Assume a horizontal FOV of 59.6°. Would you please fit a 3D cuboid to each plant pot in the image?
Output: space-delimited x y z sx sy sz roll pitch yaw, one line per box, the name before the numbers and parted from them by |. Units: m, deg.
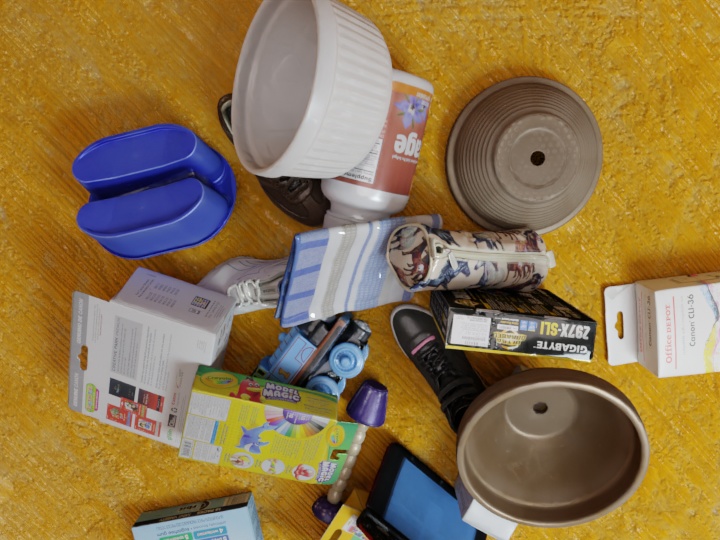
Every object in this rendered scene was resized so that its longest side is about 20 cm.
plant pot | 0.206 -0.136 0.770 0.198 0.093 0.203 0 101 1
plant pot | 0.206 0.180 0.703 0.198 0.093 0.203 3 117 5

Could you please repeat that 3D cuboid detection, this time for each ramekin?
ramekin | -0.052 -0.195 0.680 0.104 0.200 0.202 5 102 -35

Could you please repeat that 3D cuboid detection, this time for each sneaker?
sneaker | -0.112 -0.133 0.786 0.070 0.076 0.200 -40 96 7
sneaker | 0.110 0.131 0.813 0.070 0.099 0.201 -37 95 9
sneaker | -0.127 0.017 0.807 0.198 0.087 0.075 -15 101 5

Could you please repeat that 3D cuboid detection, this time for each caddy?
caddy | -0.257 -0.094 0.785 0.198 0.105 0.143 -12 77 4

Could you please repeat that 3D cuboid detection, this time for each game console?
game console | 0.106 0.333 0.785 0.200 0.172 0.119 41 76 -13

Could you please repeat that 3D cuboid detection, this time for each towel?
towel | 0.000 0.000 0.752 0.198 0.024 0.148 -10 138 -29

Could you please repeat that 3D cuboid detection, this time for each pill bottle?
pill bottle | 0.015 -0.137 0.764 0.111 0.112 0.202 12 100 -1

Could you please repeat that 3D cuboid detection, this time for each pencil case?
pencil case | 0.133 -0.014 0.736 0.198 0.089 0.079 1 95 -31

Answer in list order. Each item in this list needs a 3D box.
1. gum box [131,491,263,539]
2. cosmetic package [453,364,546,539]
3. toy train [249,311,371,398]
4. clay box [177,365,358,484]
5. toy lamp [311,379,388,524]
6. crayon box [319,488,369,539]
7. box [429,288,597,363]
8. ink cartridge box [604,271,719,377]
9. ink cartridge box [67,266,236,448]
gum box | -0.216 0.433 0.900 0.168 0.045 0.202 -12 98 3
cosmetic package | 0.200 0.237 0.829 0.074 0.102 0.201 27 98 -2
toy train | -0.072 0.132 0.827 0.114 0.087 0.201 36 99 1
clay box | -0.111 0.191 0.760 0.198 0.048 0.116 14 120 -10
toy lamp | -0.011 0.246 0.857 0.058 0.058 0.202 18 99 -2
crayon box | 0.021 0.379 0.852 0.199 0.052 0.126 29 99 -24
box | 0.169 0.053 0.748 0.158 0.200 0.050 4 98 0
ink cartridge box | 0.426 0.069 0.810 0.198 0.068 0.118 -7 99 3
ink cartridge box | -0.266 0.108 0.795 0.174 0.084 0.201 18 120 -2
